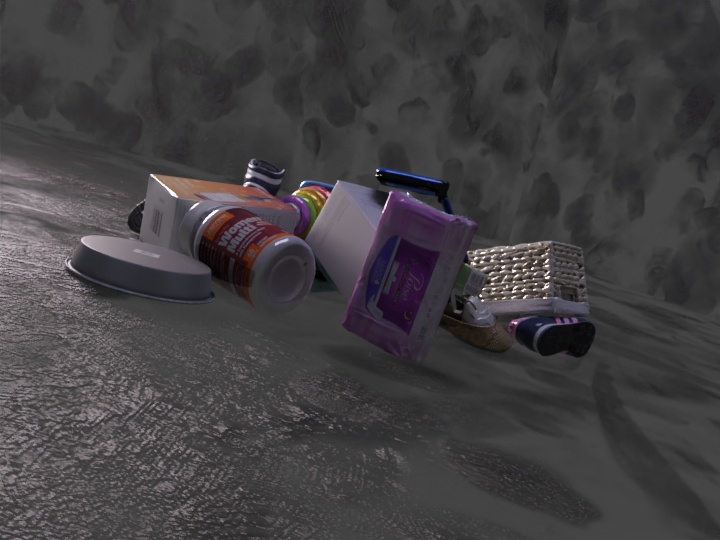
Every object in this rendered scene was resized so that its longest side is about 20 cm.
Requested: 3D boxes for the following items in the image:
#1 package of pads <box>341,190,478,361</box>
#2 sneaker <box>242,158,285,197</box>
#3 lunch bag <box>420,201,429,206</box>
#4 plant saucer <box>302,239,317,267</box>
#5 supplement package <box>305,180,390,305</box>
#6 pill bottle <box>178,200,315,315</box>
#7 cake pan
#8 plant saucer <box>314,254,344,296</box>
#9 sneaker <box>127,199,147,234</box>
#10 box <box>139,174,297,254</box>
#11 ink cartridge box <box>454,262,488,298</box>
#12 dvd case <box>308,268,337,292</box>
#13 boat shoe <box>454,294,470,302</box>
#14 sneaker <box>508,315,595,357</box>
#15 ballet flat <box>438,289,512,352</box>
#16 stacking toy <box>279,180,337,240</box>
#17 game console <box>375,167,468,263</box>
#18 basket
[{"bbox_3d":[0.065,0.007,1.252,0.119,0.203,0.075,24,6,35],"label":"package of pads"},{"bbox_3d":[-0.174,-0.133,1.688,0.069,0.110,0.200,18,-2,1],"label":"sneaker"},{"bbox_3d":[0.065,-0.059,1.851,0.138,0.171,0.199,20,8,28],"label":"lunch bag"},{"bbox_3d":[-0.112,-0.034,1.693,0.197,0.037,0.199,18,-1,32],"label":"plant saucer"},{"bbox_3d":[0.025,-0.023,1.453,0.120,0.121,0.201,10,33,-41],"label":"supplement package"},{"bbox_3d":[-0.161,-0.024,1.302,0.108,0.112,0.199,7,15,-47],"label":"pill bottle"},{"bbox_3d":[-0.280,-0.004,1.226,0.196,0.037,0.200,16,7,-2],"label":"cake pan"},{"bbox_3d":[0.000,0.000,1.561,0.198,0.028,0.201,28,29,-17],"label":"plant saucer"},{"bbox_3d":[-0.316,-0.080,1.658,0.197,0.089,0.078,-10,62,-35],"label":"sneaker"},{"bbox_3d":[-0.222,-0.071,1.472,0.197,0.108,0.152,4,15,-32],"label":"box"},{"bbox_3d":[0.099,-0.026,1.580,0.198,0.049,0.145,27,3,39],"label":"ink cartridge box"},{"bbox_3d":[-0.134,-0.003,1.588,0.197,0.022,0.145,17,7,23],"label":"dvd case"},{"bbox_3d":[0.142,0.053,1.595,0.073,0.066,0.202,13,8,-20],"label":"boat shoe"},{"bbox_3d":[0.328,0.103,1.609,0.081,0.071,0.198,24,9,40],"label":"sneaker"},{"bbox_3d":[0.148,0.063,1.469,0.197,0.066,0.070,22,33,19],"label":"ballet flat"},{"bbox_3d":[-0.109,-0.095,1.663,0.108,0.119,0.199,13,10,22],"label":"stacking toy"},{"bbox_3d":[0.101,-0.088,1.541,0.167,0.121,0.200,12,2,4],"label":"game console"},{"bbox_3d":[0.288,0.023,1.670,0.198,0.126,0.134,-8,-10,41],"label":"basket"}]
